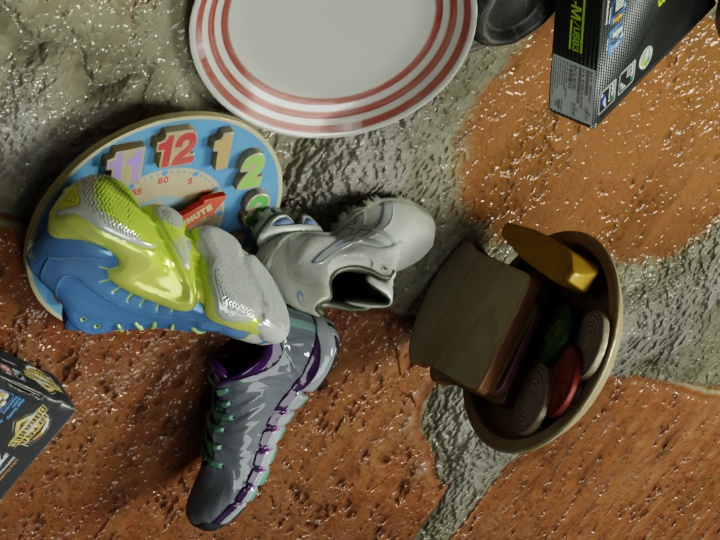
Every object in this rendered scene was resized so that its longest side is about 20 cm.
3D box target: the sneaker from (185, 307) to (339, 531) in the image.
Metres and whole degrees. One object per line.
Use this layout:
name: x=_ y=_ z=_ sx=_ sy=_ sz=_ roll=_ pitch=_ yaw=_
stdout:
sneaker: x=-0.102 y=0.108 z=1.674 sx=0.087 sy=0.074 sz=0.200 roll=25 pitch=101 yaw=-32

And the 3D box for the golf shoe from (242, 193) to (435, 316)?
golf shoe: x=0.000 y=0.000 z=1.604 sx=0.200 sy=0.097 sz=0.078 roll=-12 pitch=135 yaw=-46

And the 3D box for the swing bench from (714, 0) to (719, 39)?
swing bench: x=0.355 y=-0.244 z=1.563 sx=0.130 sy=0.200 sz=0.199 roll=-34 pitch=143 yaw=-37

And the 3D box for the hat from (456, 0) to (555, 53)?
hat: x=0.094 y=-0.216 z=1.498 sx=0.200 sy=0.081 sz=0.201 roll=-19 pitch=135 yaw=-20

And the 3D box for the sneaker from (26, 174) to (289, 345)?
sneaker: x=-0.147 y=0.010 z=1.488 sx=0.105 sy=0.076 sz=0.200 roll=-38 pitch=124 yaw=27

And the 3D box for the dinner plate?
dinner plate: x=-0.019 y=-0.173 z=1.465 sx=0.200 sy=0.024 sz=0.200 roll=-5 pitch=137 yaw=-5

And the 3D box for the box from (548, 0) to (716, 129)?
box: x=0.205 y=-0.233 z=1.534 sx=0.193 sy=0.047 sz=0.200 roll=-41 pitch=146 yaw=-37

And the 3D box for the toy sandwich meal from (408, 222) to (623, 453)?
toy sandwich meal: x=0.123 y=0.047 z=1.677 sx=0.070 sy=0.205 sz=0.205 roll=23 pitch=112 yaw=-31

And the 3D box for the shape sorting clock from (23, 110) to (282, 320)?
shape sorting clock: x=-0.145 y=-0.031 z=1.525 sx=0.200 sy=0.039 sz=0.200 roll=-20 pitch=136 yaw=-20

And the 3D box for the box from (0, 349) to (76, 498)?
box: x=-0.337 y=0.128 z=1.523 sx=0.200 sy=0.050 sz=0.198 roll=-48 pitch=139 yaw=10
